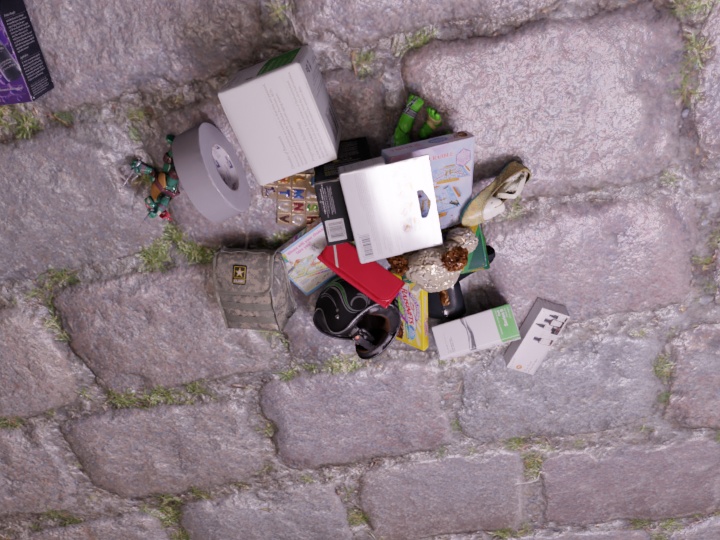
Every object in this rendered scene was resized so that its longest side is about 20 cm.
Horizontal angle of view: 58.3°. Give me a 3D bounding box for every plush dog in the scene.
[{"bbox_3d":[0.149,-0.007,1.361,0.198,0.172,0.162,-8,83,19],"label":"plush dog"}]

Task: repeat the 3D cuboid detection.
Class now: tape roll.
[{"bbox_3d":[-0.310,-0.205,1.357,0.066,0.201,0.201,-22,118,13],"label":"tape roll"}]

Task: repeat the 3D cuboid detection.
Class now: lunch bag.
[{"bbox_3d":[-0.257,0.038,1.533,0.162,0.118,0.201,2,123,19],"label":"lunch bag"}]

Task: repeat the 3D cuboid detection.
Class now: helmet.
[{"bbox_3d":[-0.012,0.097,1.542,0.198,0.191,0.202,-14,124,-22],"label":"helmet"}]

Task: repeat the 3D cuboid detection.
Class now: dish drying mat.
[{"bbox_3d":[0.000,0.000,1.461,0.199,0.077,0.018,35,163,14],"label":"dish drying mat"}]

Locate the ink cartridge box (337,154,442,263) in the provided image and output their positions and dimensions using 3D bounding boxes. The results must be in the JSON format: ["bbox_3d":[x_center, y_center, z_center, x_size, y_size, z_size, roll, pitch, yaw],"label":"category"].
[{"bbox_3d":[0.060,-0.125,1.263,0.172,0.044,0.201,-13,121,0],"label":"ink cartridge box"}]

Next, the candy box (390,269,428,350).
[{"bbox_3d":[0.121,0.098,1.602,0.102,0.026,0.202,19,128,34],"label":"candy box"}]

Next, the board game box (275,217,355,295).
[{"bbox_3d":[-0.097,-0.042,1.543,0.199,0.034,0.135,-33,117,21],"label":"board game box"}]

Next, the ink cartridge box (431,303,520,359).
[{"bbox_3d":[0.285,0.153,1.587,0.198,0.146,0.085,-18,78,11],"label":"ink cartridge box"}]

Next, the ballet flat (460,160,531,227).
[{"bbox_3d":[0.299,-0.160,1.394,0.200,0.071,0.071,-45,117,-18],"label":"ballet flat"}]

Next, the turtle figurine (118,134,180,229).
[{"bbox_3d":[-0.448,-0.193,1.431,0.200,0.100,0.150,-49,69,23],"label":"turtle figurine"}]

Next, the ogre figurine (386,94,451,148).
[{"bbox_3d":[0.144,-0.263,1.382,0.120,0.098,0.200,-46,128,6],"label":"ogre figurine"}]

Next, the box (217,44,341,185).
[{"bbox_3d":[-0.151,-0.313,1.289,0.170,0.199,0.201,-18,116,11],"label":"box"}]

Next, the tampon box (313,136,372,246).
[{"bbox_3d":[-0.028,-0.171,1.367,0.125,0.201,0.151,-11,120,1],"label":"tampon box"}]

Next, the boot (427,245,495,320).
[{"bbox_3d":[0.237,0.031,1.560,0.198,0.077,0.169,-9,117,15],"label":"boot"}]

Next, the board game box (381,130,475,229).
[{"bbox_3d":[0.141,-0.173,1.344,0.198,0.041,0.201,-16,126,-19],"label":"board game box"}]

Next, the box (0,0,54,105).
[{"bbox_3d":[-0.730,-0.437,1.281,0.146,0.105,0.201,-6,121,5],"label":"box"}]

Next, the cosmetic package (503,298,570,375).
[{"bbox_3d":[0.450,0.172,1.658,0.082,0.051,0.201,17,120,-8],"label":"cosmetic package"}]

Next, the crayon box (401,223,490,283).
[{"bbox_3d":[0.187,-0.047,1.475,0.198,0.058,0.120,-12,81,19],"label":"crayon box"}]

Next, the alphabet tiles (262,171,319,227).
[{"bbox_3d":[-0.141,-0.191,1.475,0.165,0.008,0.202,4,121,-1],"label":"alphabet tiles"}]
